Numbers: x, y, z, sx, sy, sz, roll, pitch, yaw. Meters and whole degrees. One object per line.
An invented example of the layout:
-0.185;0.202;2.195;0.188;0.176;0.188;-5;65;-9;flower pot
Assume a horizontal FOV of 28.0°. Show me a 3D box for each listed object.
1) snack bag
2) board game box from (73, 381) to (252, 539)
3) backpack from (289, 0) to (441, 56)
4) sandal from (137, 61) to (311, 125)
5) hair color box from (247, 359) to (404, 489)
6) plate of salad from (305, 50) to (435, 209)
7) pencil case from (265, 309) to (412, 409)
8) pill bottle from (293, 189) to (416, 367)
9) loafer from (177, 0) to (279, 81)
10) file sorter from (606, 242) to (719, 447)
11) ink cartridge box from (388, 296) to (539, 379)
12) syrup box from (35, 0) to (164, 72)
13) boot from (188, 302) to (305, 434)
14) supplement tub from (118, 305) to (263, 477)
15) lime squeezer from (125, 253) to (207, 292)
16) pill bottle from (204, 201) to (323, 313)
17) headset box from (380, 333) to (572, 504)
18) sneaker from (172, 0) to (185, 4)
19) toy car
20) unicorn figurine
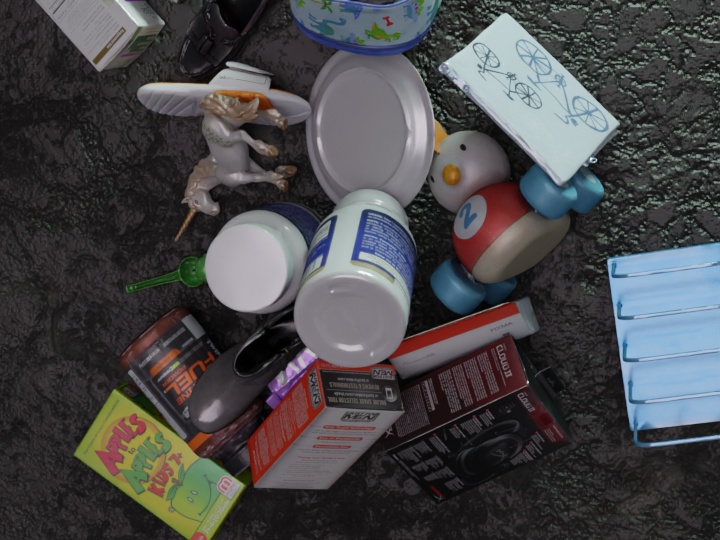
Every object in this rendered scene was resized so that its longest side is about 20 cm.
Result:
0.187;-0.183;1.565;0.189;0.200;0.021;45;127;1;snack bag
-0.240;0.239;1.770;0.199;0.048;0.102;35;102;5;board game box
0.012;-0.327;1.573;0.181;0.148;0.202;12;57;10;backpack
-0.157;-0.215;1.680;0.204;0.079;0.060;6;71;3;sandal
-0.042;0.175;1.611;0.200;0.100;0.062;-49;44;47;hair color box
0.014;-0.160;1.649;0.199;0.048;0.203;7;101;41;plate of salad
-0.029;0.082;1.690;0.199;0.086;0.084;-39;120;15;pencil case
0.000;0.000;1.548;0.118;0.201;0.121;4;123;6;pill bottle
-0.147;-0.303;1.676;0.072;0.063;0.200;45;103;3;loafer
0.354;0.082;1.599;0.137;0.123;0.203;-8;95;11;file sorter
0.109;0.078;1.605;0.161;0.200;0.058;-21;90;13;ink cartridge box
-0.331;-0.334;1.695;0.081;0.079;0.200;-43;87;20;syrup box
-0.128;0.106;1.599;0.070;0.132;0.200;43;94;3;boot
-0.188;0.147;1.719;0.107;0.107;0.200;-42;89;13;supplement tub
-0.202;0.000;1.709;0.199;0.070;0.038;-8;84;54;lime squeezer
-0.104;-0.014;1.634;0.114;0.200;0.117;1;97;10;pill bottle
0.136;0.167;1.634;0.199;0.149;0.078;-28;49;13;headset box
-0.276;-0.379;1.673;0.086;0.075;0.201;-36;82;-22;sneaker
0.129;-0.089;1.607;0.200;0.176;0.185;49;115;14;toy car
-0.148;-0.128;1.684;0.136;0.074;0.202;9;124;15;unicorn figurine
